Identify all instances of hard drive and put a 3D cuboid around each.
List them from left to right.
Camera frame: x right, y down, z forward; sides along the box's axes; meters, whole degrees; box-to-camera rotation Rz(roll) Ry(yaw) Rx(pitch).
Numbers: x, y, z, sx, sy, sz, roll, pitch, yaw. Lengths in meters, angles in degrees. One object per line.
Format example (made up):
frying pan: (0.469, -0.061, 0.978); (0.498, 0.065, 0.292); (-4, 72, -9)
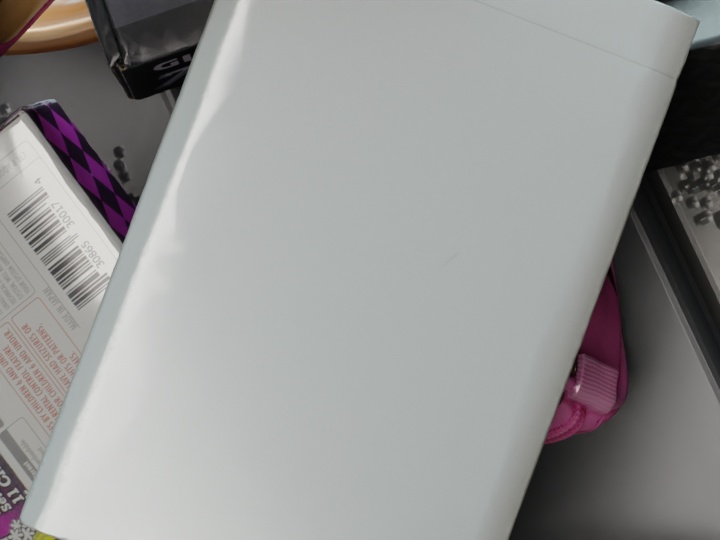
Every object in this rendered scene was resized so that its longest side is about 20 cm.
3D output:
hard drive: (0.000, 0.000, 0.807); (0.131, 0.026, 0.201); (21, 87, -2)

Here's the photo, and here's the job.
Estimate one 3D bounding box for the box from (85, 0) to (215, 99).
box: (-0.011, -0.177, 0.861); (0.199, 0.050, 0.200); (-19, 81, -1)

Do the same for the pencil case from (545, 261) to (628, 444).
pencil case: (-0.014, 0.040, 0.888); (0.199, 0.091, 0.094); (-24, 50, 19)

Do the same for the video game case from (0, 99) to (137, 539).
video game case: (-0.102, 0.082, 0.858); (0.181, 0.036, 0.200); (-38, 90, 17)

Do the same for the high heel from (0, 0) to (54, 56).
high heel: (-0.069, -0.102, 0.786); (0.096, 0.067, 0.200); (27, 70, 32)

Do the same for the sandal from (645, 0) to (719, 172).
sandal: (0.084, -0.066, 0.869); (0.199, 0.075, 0.048); (-8, 56, 16)

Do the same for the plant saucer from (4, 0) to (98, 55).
plant saucer: (-0.111, -0.162, 0.904); (0.198, 0.037, 0.202); (0, 79, -1)
